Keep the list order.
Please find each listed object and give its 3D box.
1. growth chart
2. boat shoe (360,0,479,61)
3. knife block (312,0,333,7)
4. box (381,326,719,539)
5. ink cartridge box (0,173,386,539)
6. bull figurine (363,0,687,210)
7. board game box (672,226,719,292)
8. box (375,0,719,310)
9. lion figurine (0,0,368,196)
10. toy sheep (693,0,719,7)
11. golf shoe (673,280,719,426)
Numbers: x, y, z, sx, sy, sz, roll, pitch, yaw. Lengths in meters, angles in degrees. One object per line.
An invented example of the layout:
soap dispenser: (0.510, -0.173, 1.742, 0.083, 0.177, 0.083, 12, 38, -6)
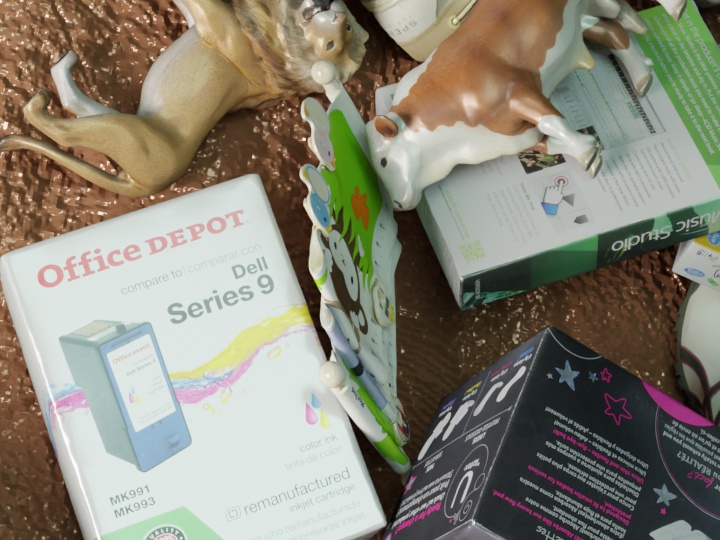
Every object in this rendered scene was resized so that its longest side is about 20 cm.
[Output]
growth chart: (0.000, 0.000, 1.047, 0.018, 0.145, 0.201, -12, 59, 18)
boat shoe: (0.078, -0.196, 1.166, 0.200, 0.074, 0.069, -43, 112, -25)
knife block: (0.014, -0.224, 1.118, 0.175, 0.200, 0.064, -41, 100, 4)
box: (0.128, 0.141, 0.980, 0.200, 0.132, 0.115, 31, 61, -10)
ink cartridge box: (-0.090, 0.069, 1.029, 0.145, 0.088, 0.201, -18, 78, -13)
bull figurine: (0.090, -0.107, 1.079, 0.121, 0.065, 0.200, 27, 67, 12)
board game box: (0.272, -0.057, 1.161, 0.134, 0.034, 0.201, 24, 56, -2)
box: (0.124, -0.069, 1.111, 0.199, 0.036, 0.145, -17, 56, -7)
lion figurine: (-0.097, -0.100, 1.095, 0.200, 0.072, 0.123, -46, 105, -7)
toy sheep: (0.203, -0.222, 1.167, 0.199, 0.138, 0.139, 3, 74, -19)
golf shoe: (0.229, 0.081, 1.115, 0.077, 0.088, 0.201, 3, 73, -12)
